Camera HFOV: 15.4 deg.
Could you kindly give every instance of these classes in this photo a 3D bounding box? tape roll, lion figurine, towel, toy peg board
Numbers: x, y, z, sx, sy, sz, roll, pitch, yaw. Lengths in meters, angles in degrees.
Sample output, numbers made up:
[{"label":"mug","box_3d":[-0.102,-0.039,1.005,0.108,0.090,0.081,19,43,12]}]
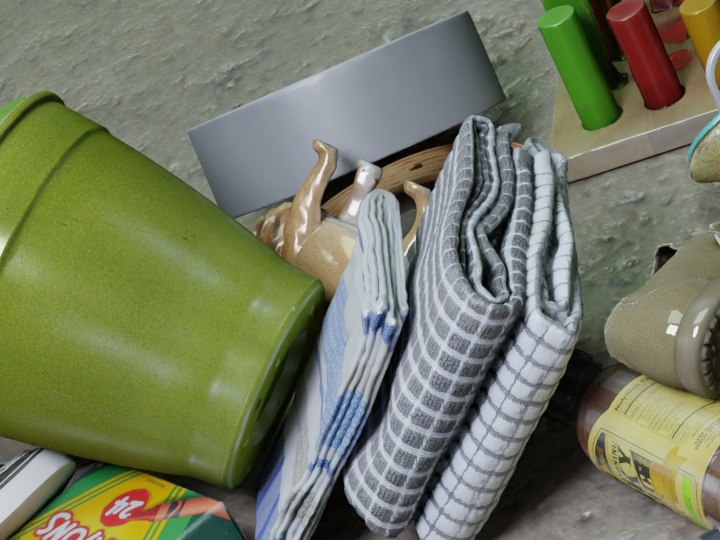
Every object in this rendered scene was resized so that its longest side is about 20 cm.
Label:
[{"label":"tape roll","box_3d":[-0.009,-0.100,1.725,0.200,0.066,0.200,-23,5,2]},{"label":"lion figurine","box_3d":[0.000,0.000,1.581,0.200,0.072,0.123,25,93,49]},{"label":"towel","box_3d":[-0.020,0.067,1.441,0.024,0.200,0.147,18,28,-10]},{"label":"towel","box_3d":[0.052,0.028,1.419,0.085,0.166,0.200,17,32,-9]},{"label":"toy peg board","box_3d":[0.205,-0.173,1.702,0.199,0.098,0.200,-18,30,19]}]

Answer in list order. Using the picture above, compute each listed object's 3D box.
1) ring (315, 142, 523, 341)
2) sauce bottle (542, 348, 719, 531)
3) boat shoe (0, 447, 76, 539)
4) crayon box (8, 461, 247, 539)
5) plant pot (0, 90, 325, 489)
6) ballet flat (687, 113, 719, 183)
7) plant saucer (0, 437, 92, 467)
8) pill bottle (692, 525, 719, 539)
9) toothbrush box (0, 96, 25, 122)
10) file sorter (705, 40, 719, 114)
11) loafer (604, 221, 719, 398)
[{"label":"ring","box_3d":[0.031,-0.016,1.677,0.200,0.019,0.201,-21,28,12]},{"label":"sauce bottle","box_3d":[0.153,0.084,1.356,0.065,0.065,0.200,-36,27,-15]},{"label":"boat shoe","box_3d":[-0.253,0.160,1.523,0.200,0.064,0.071,-41,-13,-11]},{"label":"crayon box","box_3d":[-0.169,0.194,1.470,0.200,0.051,0.127,-42,31,-24]},{"label":"plant pot","box_3d":[-0.130,0.028,1.508,0.193,0.201,0.200,24,45,7]},{"label":"ballet flat","box_3d":[0.283,-0.104,1.562,0.200,0.071,0.071,-37,29,-12]},{"label":"plant saucer","box_3d":[-0.172,0.067,1.706,0.200,0.032,0.200,-21,29,12]},{"label":"pill bottle","box_3d":[0.174,0.161,1.161,0.200,0.106,0.106,-28,28,0]},{"label":"toothbrush box","box_3d":[-0.266,-0.025,1.887,0.145,0.086,0.200,-29,29,-2]},{"label":"file sorter","box_3d":[0.298,-0.074,1.425,0.139,0.125,0.200,-34,29,-9]},{"label":"loafer","box_3d":[0.185,0.009,1.376,0.067,0.076,0.200,13,16,23]}]
